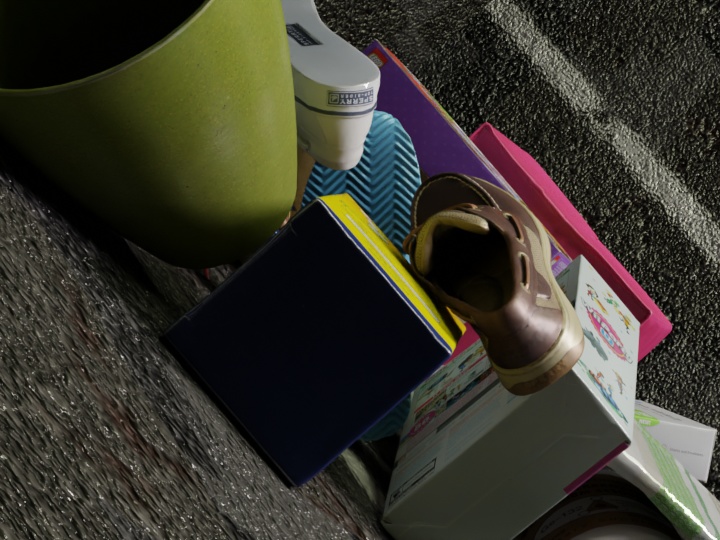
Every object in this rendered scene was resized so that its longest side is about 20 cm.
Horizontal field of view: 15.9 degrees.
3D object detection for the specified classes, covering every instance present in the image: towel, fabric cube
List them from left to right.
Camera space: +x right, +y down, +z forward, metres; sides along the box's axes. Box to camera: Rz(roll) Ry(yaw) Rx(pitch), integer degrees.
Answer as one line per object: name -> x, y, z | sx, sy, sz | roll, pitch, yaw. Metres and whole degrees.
fabric cube -> 0.100, 0.029, 1.982 | 0.200, 0.196, 0.199 | 50, 7, 10
towel -> 0.200, 0.151, 1.609 | 0.200, 0.031, 0.149 | 44, 9, -8

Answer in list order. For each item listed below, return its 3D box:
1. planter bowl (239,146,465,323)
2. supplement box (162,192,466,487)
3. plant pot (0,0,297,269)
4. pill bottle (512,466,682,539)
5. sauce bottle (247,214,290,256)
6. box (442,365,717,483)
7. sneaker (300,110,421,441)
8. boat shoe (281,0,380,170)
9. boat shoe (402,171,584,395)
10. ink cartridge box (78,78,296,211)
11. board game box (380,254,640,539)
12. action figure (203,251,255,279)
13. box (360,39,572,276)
planter bowl -> -0.005, -0.021, 1.785 | 0.200, 0.135, 0.200 | 48, 6, -6
supplement box -> -0.020, 0.032, 1.399 | 0.110, 0.109, 0.200 | 49, 5, 1
plant pot -> -0.110, -0.099, 1.368 | 0.187, 0.187, 0.200 | 53, -6, 43
pill bottle -> 0.150, 0.190, 1.650 | 0.114, 0.114, 0.200 | 47, 5, -13
sauce bottle -> -0.077, -0.106, 1.723 | 0.066, 0.066, 0.201 | 43, 38, -48
box -> 0.121, 0.099, 1.745 | 0.199, 0.041, 0.156 | 12, 2, -13
sneaker -> 0.000, 0.000, 1.595 | 0.081, 0.076, 0.201 | -88, 180, -82
boat shoe -> -0.049, -0.122, 1.573 | 0.200, 0.073, 0.066 | -127, -142, -56
boat shoe -> 0.063, -0.010, 1.431 | 0.072, 0.072, 0.200 | 48, 11, -32
ink cartridge box -> -0.131, -0.138, 1.558 | 0.200, 0.043, 0.199 | 17, 36, -45
board game box -> 0.092, 0.086, 1.529 | 0.064, 0.147, 0.200 | 47, 18, -10
action figure -> -0.101, -0.037, 1.580 | 0.200, 0.052, 0.065 | 38, 6, -42
box -> 0.073, -0.068, 1.823 | 0.200, 0.039, 0.137 | 50, 4, 11
